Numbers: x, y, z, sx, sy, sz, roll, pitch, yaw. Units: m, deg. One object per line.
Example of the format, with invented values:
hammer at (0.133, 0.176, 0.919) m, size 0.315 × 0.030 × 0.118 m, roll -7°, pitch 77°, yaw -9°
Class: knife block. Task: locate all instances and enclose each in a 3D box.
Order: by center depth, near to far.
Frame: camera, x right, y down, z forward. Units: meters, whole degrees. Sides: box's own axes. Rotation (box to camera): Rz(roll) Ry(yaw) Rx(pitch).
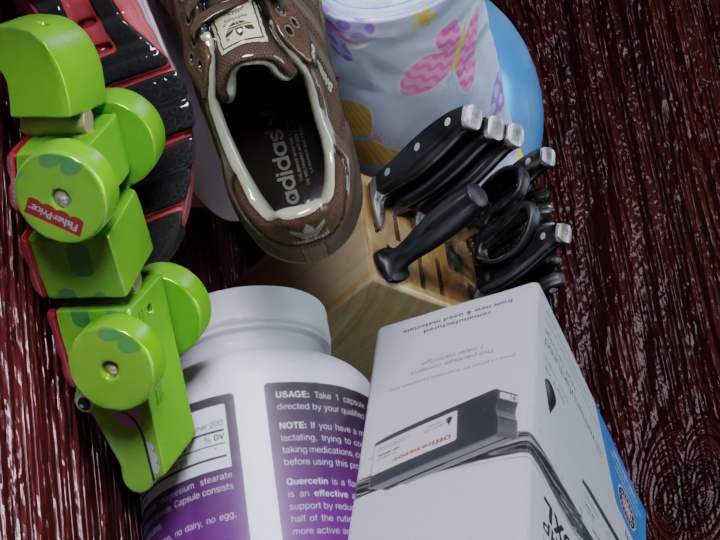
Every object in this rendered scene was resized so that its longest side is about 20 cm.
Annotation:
knife block at (0.000, 0.000, 1.032) m, size 0.176 × 0.198 × 0.064 m, roll 79°, pitch 3°, yaw -53°

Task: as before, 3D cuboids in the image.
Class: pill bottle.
pill bottle at (-0.039, 0.113, 0.948) m, size 0.113 × 0.112 × 0.201 m, roll 63°, pitch 17°, yaw -63°

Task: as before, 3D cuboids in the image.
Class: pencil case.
pencil case at (0.030, -0.093, 1.039) m, size 0.083 × 0.091 × 0.200 m, roll 32°, pitch -21°, yaw 29°

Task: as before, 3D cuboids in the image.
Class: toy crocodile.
toy crocodile at (-0.106, -0.006, 0.866) m, size 0.068 × 0.061 × 0.201 m, roll -59°, pitch 141°, yaw -57°

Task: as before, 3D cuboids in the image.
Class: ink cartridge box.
ink cartridge box at (0.062, 0.126, 0.916) m, size 0.201 × 0.084 × 0.145 m, roll -80°, pitch 148°, yaw -56°

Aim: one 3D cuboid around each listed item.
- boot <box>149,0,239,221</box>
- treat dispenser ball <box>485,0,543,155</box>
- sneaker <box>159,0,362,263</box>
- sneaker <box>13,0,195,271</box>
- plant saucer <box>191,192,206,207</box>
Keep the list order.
boot at (-0.053, -0.127, 0.977) m, size 0.095 × 0.073 × 0.201 m, roll -17°, pitch 90°, yaw -43°
treat dispenser ball at (0.017, -0.094, 1.384) m, size 0.201 × 0.199 × 0.202 m, roll -13°, pitch 90°, yaw -83°
sneaker at (-0.043, -0.102, 0.881) m, size 0.076 × 0.070 × 0.201 m, roll 122°, pitch -53°, yaw -86°
sneaker at (-0.108, -0.097, 0.926) m, size 0.087 × 0.073 × 0.202 m, roll -46°, pitch 124°, yaw -83°
plant saucer at (-0.074, -0.132, 1.052) m, size 0.199 × 0.037 × 0.202 m, roll -4°, pitch 81°, yaw -55°
